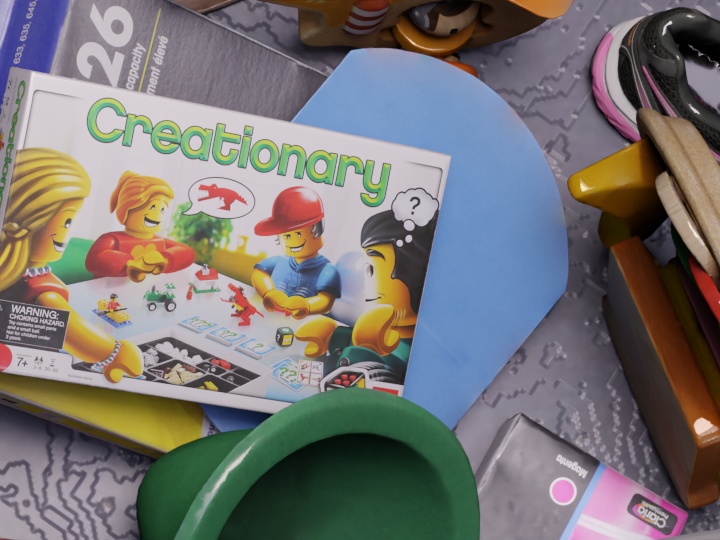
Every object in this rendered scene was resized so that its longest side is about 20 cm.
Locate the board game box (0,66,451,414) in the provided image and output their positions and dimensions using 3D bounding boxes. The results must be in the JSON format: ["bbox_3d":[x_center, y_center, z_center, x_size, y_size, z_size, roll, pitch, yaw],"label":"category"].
[{"bbox_3d":[-0.066,-0.007,1.251,0.199,0.035,0.127,10,94,-24],"label":"board game box"}]

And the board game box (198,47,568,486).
[{"bbox_3d":[0.000,0.000,1.324,0.158,0.039,0.200,44,80,-22],"label":"board game box"}]

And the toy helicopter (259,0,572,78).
[{"bbox_3d":[0.004,-0.128,1.298,0.199,0.132,0.079,6,76,-37],"label":"toy helicopter"}]

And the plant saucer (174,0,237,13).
[{"bbox_3d":[-0.078,-0.202,1.312,0.199,0.201,0.032,-22,51,-14],"label":"plant saucer"}]

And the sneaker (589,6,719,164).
[{"bbox_3d":[0.203,-0.058,1.371,0.199,0.086,0.081,27,77,-5],"label":"sneaker"}]

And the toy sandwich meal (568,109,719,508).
[{"bbox_3d":[0.147,0.023,1.284,0.070,0.205,0.206,-25,83,3],"label":"toy sandwich meal"}]

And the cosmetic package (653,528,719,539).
[{"bbox_3d":[0.233,0.189,1.268,0.199,0.166,0.168,-5,83,-20],"label":"cosmetic package"}]

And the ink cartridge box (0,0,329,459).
[{"bbox_3d":[-0.121,-0.031,1.290,0.199,0.047,0.199,23,74,-33],"label":"ink cartridge box"}]

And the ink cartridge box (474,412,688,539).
[{"bbox_3d":[0.064,0.175,1.325,0.094,0.037,0.201,30,77,-3],"label":"ink cartridge box"}]

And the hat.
[{"bbox_3d":[-0.073,0.104,1.293,0.199,0.176,0.166,19,94,-42],"label":"hat"}]
